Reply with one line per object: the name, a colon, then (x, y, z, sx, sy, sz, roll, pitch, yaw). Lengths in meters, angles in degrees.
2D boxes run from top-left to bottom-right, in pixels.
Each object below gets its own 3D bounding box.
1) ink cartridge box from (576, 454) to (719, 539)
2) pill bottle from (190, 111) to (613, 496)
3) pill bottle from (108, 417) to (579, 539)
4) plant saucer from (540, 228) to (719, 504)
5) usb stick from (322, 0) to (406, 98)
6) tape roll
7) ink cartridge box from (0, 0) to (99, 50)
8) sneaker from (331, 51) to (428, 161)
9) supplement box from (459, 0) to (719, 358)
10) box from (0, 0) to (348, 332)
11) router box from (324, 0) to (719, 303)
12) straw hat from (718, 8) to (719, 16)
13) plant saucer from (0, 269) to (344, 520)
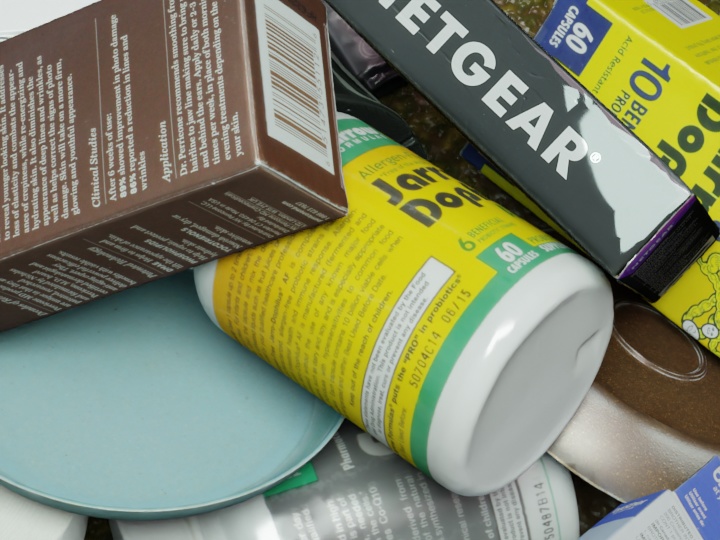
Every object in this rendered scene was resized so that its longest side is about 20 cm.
ink cartridge box: (0.107, 0.175, 0.795, 0.200, 0.042, 0.120, -32, 92, -35)
pill bottle: (0.000, 0.000, 0.840, 0.200, 0.113, 0.113, 33, 69, 27)
pill bottle: (-0.009, 0.121, 0.903, 0.200, 0.113, 0.113, -17, 74, -13)
plant saucer: (0.134, 0.042, 0.928, 0.200, 0.032, 0.200, 23, 30, -14)
usb stick: (-0.031, -0.182, 1.051, 0.055, 0.033, 0.200, -27, 76, -22)
tape roll: (-0.218, 0.092, 0.853, 0.202, 0.037, 0.203, 3, 42, -3)
ink cartridge box: (-0.136, -0.130, 0.929, 0.086, 0.200, 0.147, -5, 69, -7)
sneaker: (-0.030, -0.097, 0.968, 0.076, 0.201, 0.115, -30, 43, 10)
supplement box: (0.170, -0.048, 0.953, 0.200, 0.109, 0.109, 39, 27, 15)
box: (-0.108, -0.048, 0.805, 0.200, 0.075, 0.100, -16, 67, 25)
router box: (0.065, -0.075, 0.851, 0.200, 0.149, 0.051, 45, 96, 14)
straw hat: (0.231, -0.143, 1.001, 0.201, 0.201, 0.085, 38, 92, 7)
plant saucer: (-0.102, 0.044, 0.877, 0.200, 0.027, 0.200, 6, 38, -5)
